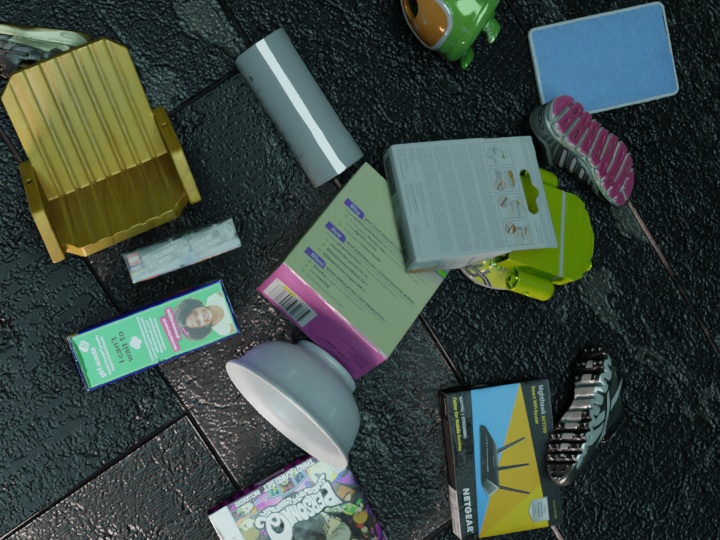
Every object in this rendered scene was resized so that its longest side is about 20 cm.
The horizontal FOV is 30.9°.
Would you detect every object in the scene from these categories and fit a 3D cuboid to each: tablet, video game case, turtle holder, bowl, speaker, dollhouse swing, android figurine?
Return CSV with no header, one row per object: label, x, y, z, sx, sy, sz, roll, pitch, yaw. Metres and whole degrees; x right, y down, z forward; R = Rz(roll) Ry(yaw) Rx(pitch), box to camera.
tablet,0.333,-0.286,1.788,0.198,0.014,0.132,-13,95,-7
video game case,-0.078,0.353,1.745,0.199,0.036,0.183,-28,98,-7
turtle holder,0.132,-0.370,1.687,0.131,0.141,0.187,31,89,-8
bowl,-0.069,0.153,1.666,0.201,0.201,0.091,44,73,-8
speaker,-0.080,-0.209,1.692,0.081,0.081,0.201,-34,97,-6
dollhouse swing,-0.328,-0.156,1.607,0.198,0.182,0.177,-22,130,-7
android figurine,0.238,-0.053,1.739,0.198,0.041,0.184,15,69,-32

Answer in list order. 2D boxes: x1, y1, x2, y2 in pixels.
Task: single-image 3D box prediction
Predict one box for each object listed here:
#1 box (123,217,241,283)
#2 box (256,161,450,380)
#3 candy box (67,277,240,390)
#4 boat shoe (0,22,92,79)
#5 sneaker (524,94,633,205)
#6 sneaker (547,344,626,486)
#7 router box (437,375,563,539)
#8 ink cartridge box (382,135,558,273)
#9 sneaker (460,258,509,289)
box,-0.221,-0.024,1.619,0.136,0.200,0.040,-20,92,-8
box,0.000,0.000,1.662,0.176,0.097,0.200,42,57,-6
candy box,-0.256,0.077,1.635,0.198,0.169,0.078,-22,93,-7
boat shoe,-0.437,-0.273,1.636,0.197,0.073,0.066,1,88,-9
sneaker,0.293,-0.161,1.763,0.200,0.087,0.074,41,68,-31
sneaker,0.316,0.208,1.765,0.090,0.066,0.202,36,64,-30
router box,0.190,0.253,1.773,0.147,0.051,0.203,-8,94,-10
ink cartridge box,0.139,-0.088,1.667,0.198,0.050,0.164,-5,71,-20
sneaker,0.153,-0.026,1.741,0.198,0.076,0.076,23,88,-11
